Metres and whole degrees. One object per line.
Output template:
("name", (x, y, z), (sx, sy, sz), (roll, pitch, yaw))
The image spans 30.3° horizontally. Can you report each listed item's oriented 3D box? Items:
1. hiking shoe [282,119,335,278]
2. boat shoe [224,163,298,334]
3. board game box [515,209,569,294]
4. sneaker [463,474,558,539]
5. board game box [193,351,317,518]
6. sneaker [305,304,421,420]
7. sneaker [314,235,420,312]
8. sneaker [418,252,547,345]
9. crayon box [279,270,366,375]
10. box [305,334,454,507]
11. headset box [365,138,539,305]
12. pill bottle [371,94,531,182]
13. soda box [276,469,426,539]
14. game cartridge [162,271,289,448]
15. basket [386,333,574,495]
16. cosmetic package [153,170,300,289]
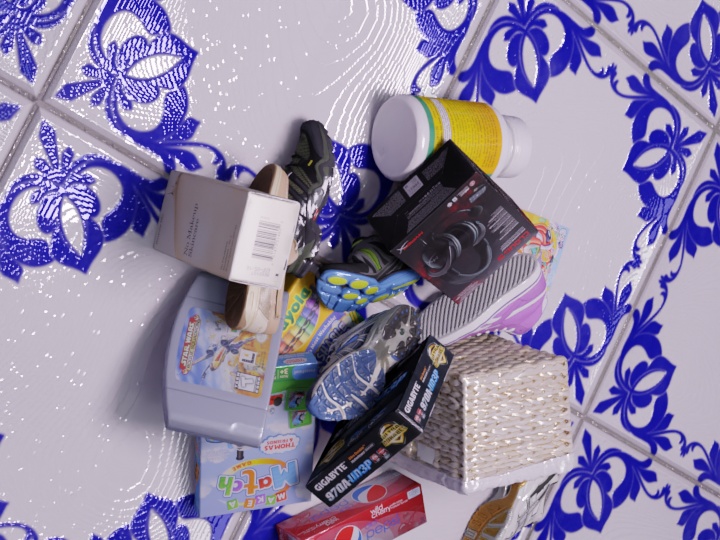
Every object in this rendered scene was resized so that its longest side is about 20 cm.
("hiking shoe", (-0.091, -0.096, 1.636), (0.100, 0.076, 0.201), (11, 77, -13))
("boat shoe", (-0.111, -0.025, 1.581), (0.064, 0.071, 0.201), (13, 88, -30))
("board game box", (0.198, -0.025, 1.877), (0.199, 0.034, 0.135), (18, 91, -36))
("sneaker", (0.228, 0.361, 1.957), (0.088, 0.076, 0.201), (40, 78, -33))
("board game box", (-0.132, 0.206, 1.667), (0.150, 0.037, 0.201), (-5, 114, -20))
("sneaker", (-0.007, 0.119, 1.669), (0.200, 0.085, 0.077), (-41, 114, -35))
("sneaker", (0.000, 0.000, 1.706), (0.199, 0.071, 0.083), (-13, 65, -54))
("sneaker", (0.173, 0.071, 1.834), (0.200, 0.073, 0.115), (-28, 136, -3))
("crayon box", (-0.074, 0.079, 1.705), (0.200, 0.051, 0.126), (41, 77, -33))
("box", (0.025, 0.191, 1.678), (0.046, 0.200, 0.159), (40, 37, -8))
("headset box", (0.126, -0.055, 1.716), (0.149, 0.077, 0.200), (-42, 139, 10))
("pill bottle", (0.124, -0.168, 1.748), (0.199, 0.113, 0.114), (0, 100, -35))
("soda box", (-0.011, 0.341, 1.793), (0.199, 0.070, 0.064), (-20, 112, -30))
("game cartridge", (-0.166, 0.103, 1.588), (0.132, 0.042, 0.201), (15, 64, -13))
("basket", (0.160, 0.188, 1.800), (0.199, 0.198, 0.162), (-6, 102, -33))
("cosmetic package", (-0.157, -0.049, 1.530), (0.073, 0.200, 0.104), (11, 93, -36))
